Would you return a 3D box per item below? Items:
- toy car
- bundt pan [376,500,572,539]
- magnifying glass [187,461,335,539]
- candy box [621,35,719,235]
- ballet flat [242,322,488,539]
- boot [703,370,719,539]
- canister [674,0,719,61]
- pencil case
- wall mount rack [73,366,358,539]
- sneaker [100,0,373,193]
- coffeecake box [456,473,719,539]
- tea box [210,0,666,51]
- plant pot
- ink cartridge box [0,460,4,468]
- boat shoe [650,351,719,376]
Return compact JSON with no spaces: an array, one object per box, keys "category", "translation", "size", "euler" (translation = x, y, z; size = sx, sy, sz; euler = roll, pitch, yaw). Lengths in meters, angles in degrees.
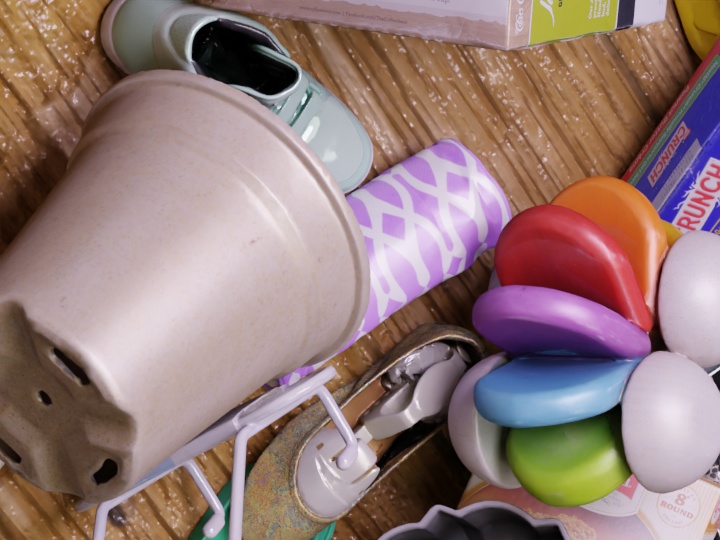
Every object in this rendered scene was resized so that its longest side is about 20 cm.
[{"category":"toy car","translation":[0.130,0.037,1.646],"size":[0.150,0.174,0.201],"euler":[45,56,-44]},{"category":"bundt pan","translation":[0.081,0.243,1.695],"size":[0.203,0.201,0.076],"euler":[-66,165,0]},{"category":"magnifying glass","translation":[-0.100,0.187,1.714],"size":[0.199,0.022,0.080],"euler":[-33,116,-21]},{"category":"candy box","translation":[0.277,-0.040,1.783],"size":[0.199,0.077,0.169],"euler":[21,122,-24]},{"category":"ballet flat","translation":[0.005,0.102,1.709],"size":[0.200,0.071,0.071],"euler":[-41,119,-23]},{"category":"boot","translation":[0.271,0.135,1.848],"size":[0.153,0.073,0.205],"euler":[-21,83,-27]},{"category":"canister","translation":[0.296,-0.231,1.793],"size":[0.199,0.086,0.149],"euler":[-30,117,-18]},{"category":"pencil case","translation":[0.000,0.000,1.688],"size":[0.199,0.084,0.086],"euler":[-32,150,-17]},{"category":"wall mount rack","translation":[-0.091,0.134,1.591],"size":[0.075,0.199,0.174],"euler":[60,32,-2]},{"category":"sneaker","translation":[-0.052,-0.092,1.612],"size":[0.200,0.118,0.074],"euler":[32,85,-33]},{"category":"coffeecake box","translation":[0.128,0.201,1.765],"size":[0.201,0.153,0.073],"euler":[-67,166,0]},{"category":"tea box","translation":[0.050,-0.209,1.555],"size":[0.196,0.199,0.135],"euler":[-15,112,-55]},{"category":"plant pot","translation":[-0.126,0.021,1.517],"size":[0.184,0.199,0.201],"euler":[-46,123,-40]},{"category":"ink cartridge box","translation":[-0.303,0.111,1.541],"size":[0.145,0.084,0.200],"euler":[43,80,-31]},{"category":"boat shoe","translation":[0.216,0.046,1.737],"size":[0.199,0.073,0.062],"euler":[-34,136,1]}]
